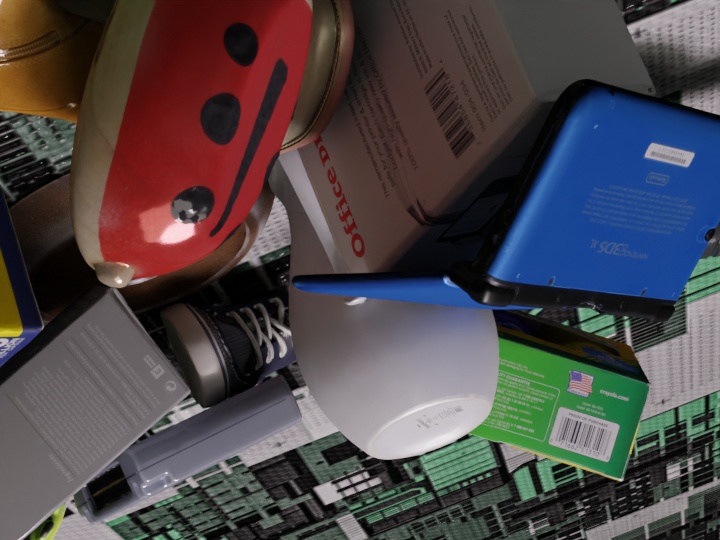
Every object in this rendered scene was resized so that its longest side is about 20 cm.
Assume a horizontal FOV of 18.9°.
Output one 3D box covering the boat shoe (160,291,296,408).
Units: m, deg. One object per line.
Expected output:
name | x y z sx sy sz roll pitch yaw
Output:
boat shoe | -0.080 0.044 1.463 0.092 0.075 0.200 -24 -179 -6

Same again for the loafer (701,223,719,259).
loafer | 0.233 -0.039 1.422 0.200 0.071 0.068 -38 170 -17

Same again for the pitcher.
pitcher | 0.000 0.000 1.284 0.120 0.201 0.171 -26 157 13

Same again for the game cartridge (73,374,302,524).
game cartridge | -0.113 0.119 1.439 0.132 0.041 0.200 -21 175 -23

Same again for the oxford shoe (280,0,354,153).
oxford shoe | -0.068 -0.094 1.174 0.073 0.071 0.200 -3 152 -33

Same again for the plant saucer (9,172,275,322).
plant saucer | -0.142 -0.016 1.349 0.199 0.032 0.201 -19 158 -8

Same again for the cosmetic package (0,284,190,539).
cosmetic package | -0.204 0.103 1.286 0.200 0.090 0.107 -38 -171 -11

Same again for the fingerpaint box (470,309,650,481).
fingerpaint box | 0.091 0.066 1.484 0.198 0.074 0.167 17 -173 1

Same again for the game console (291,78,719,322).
game console | 0.090 -0.033 1.134 0.199 0.118 0.172 6 115 -55

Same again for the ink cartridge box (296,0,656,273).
ink cartridge box | 0.049 -0.100 1.161 0.083 0.147 0.200 -7 156 -34

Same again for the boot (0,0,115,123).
boot | -0.179 -0.098 1.051 0.143 0.071 0.202 -24 148 -10

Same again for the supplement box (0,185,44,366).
supplement box | -0.292 0.011 1.164 0.199 0.110 0.109 1 150 -43

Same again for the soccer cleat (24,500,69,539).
soccer cleat | -0.240 0.169 1.524 0.084 0.064 0.201 -58 -179 43

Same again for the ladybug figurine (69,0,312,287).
ladybug figurine | -0.076 -0.083 1.033 0.071 0.202 0.136 15 169 20
